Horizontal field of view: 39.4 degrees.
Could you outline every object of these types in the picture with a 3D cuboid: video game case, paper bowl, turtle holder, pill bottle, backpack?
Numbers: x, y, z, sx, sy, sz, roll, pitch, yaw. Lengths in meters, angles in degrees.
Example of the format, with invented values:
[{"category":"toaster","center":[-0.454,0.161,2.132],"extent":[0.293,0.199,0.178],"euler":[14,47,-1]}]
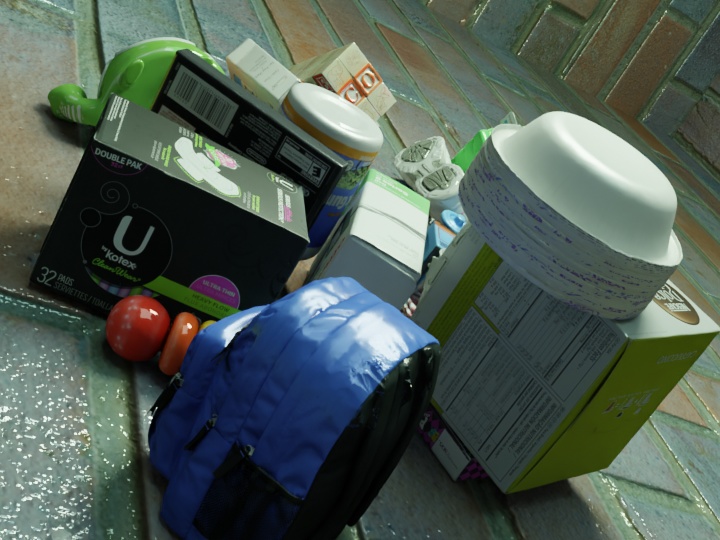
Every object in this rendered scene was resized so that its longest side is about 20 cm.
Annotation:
[{"category":"video game case","center":[-0.136,-0.087,0.997],"extent":[0.199,0.182,0.025],"euler":[35,24,6]},{"category":"paper bowl","center":[0.192,-0.061,0.877],"extent":[0.199,0.105,0.201],"euler":[24,28,-14]},{"category":"turtle holder","center":[-0.244,-0.189,1.151],"extent":[0.142,0.185,0.132],"euler":[58,-6,-34]},{"category":"pill bottle","center":[-0.069,-0.082,1.050],"extent":[0.111,0.201,0.112],"euler":[26,23,-12]},{"category":"video game case","center":[0.121,0.141,1.067],"extent":[0.199,0.036,0.182],"euler":[7,34,-45]},{"category":"backpack","center":[-0.050,0.099,0.719],"extent":[0.167,0.201,0.162],"euler":[37,24,11]}]

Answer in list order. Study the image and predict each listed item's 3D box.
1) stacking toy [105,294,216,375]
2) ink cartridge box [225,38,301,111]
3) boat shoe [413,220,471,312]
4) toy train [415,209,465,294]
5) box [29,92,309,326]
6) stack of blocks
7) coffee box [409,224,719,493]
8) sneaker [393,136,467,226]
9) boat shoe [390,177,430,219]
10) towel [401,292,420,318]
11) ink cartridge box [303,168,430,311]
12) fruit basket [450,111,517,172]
[{"category":"stacking toy","center":[-0.118,0.077,0.843],"extent":[0.198,0.086,0.086],"euler":[22,25,-12]},{"category":"ink cartridge box","center":[-0.081,-0.173,1.261],"extent":[0.176,0.045,0.201],"euler":[40,-17,18]},{"category":"boat shoe","center":[0.107,0.005,1.099],"extent":[0.073,0.200,0.066],"euler":[1,47,-46]},{"category":"toy train","center":[0.141,0.009,1.236],"extent":[0.199,0.087,0.115],"euler":[31,30,-18]},{"category":"box","center":[-0.166,-0.035,0.898],"extent":[0.198,0.149,0.125],"euler":[25,23,-17]},{"category":"stack of blocks","center":[-0.034,-0.205,1.251],"extent":[0.115,0.059,0.199],"euler":[50,-17,-18]},{"category":"coffee box","center":[0.191,0.070,0.995],"extent":[0.198,0.201,0.198],"euler":[1,40,-47]},{"category":"sneaker","center":[0.101,-0.107,1.341],"extent":[0.201,0.077,0.100],"euler":[-106,171,-59]},{"category":"boat shoe","center":[0.077,-0.067,1.375],"extent":[0.198,0.073,0.073],"euler":[18,28,-31]},{"category":"towel","center":[0.093,0.029,1.262],"extent":[0.145,0.030,0.201],"euler":[21,26,-28]},{"category":"ink cartridge box","center":[0.000,0.000,1.047],"extent":[0.083,0.147,0.200],"euler":[30,23,-7]},{"category":"fruit basket","center":[0.198,-0.084,1.351],"extent":[0.093,0.185,0.202],"euler":[-19,77,-27]}]
